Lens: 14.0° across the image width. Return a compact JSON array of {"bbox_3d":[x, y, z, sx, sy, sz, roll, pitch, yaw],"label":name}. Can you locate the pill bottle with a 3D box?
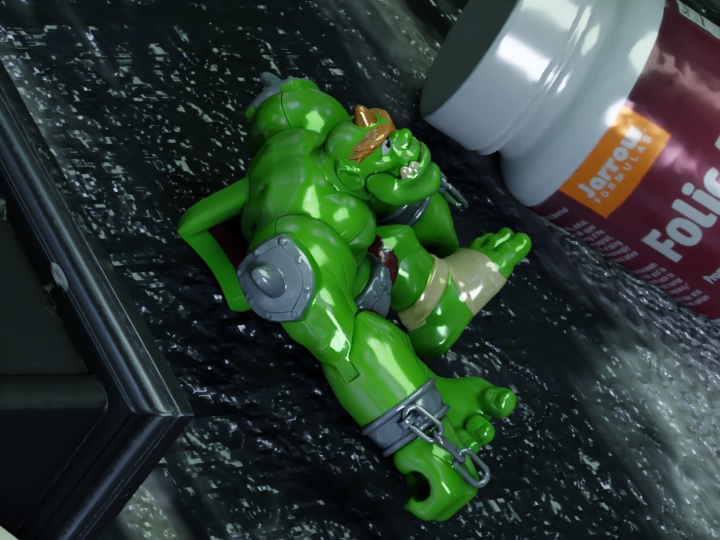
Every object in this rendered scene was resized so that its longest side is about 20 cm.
[{"bbox_3d":[0.134,-0.057,1.300,0.200,0.114,0.114,31,32,-12],"label":"pill bottle"}]

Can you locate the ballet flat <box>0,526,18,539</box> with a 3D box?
[{"bbox_3d":[-0.102,0.123,0.864,0.200,0.069,0.069,32,32,-10],"label":"ballet flat"}]

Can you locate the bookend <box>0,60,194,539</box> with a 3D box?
[{"bbox_3d":[-0.189,-0.001,0.916,0.200,0.092,0.199,2,47,-43],"label":"bookend"}]

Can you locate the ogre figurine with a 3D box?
[{"bbox_3d":[0.000,0.000,1.117,0.120,0.098,0.200,44,42,-26],"label":"ogre figurine"}]
